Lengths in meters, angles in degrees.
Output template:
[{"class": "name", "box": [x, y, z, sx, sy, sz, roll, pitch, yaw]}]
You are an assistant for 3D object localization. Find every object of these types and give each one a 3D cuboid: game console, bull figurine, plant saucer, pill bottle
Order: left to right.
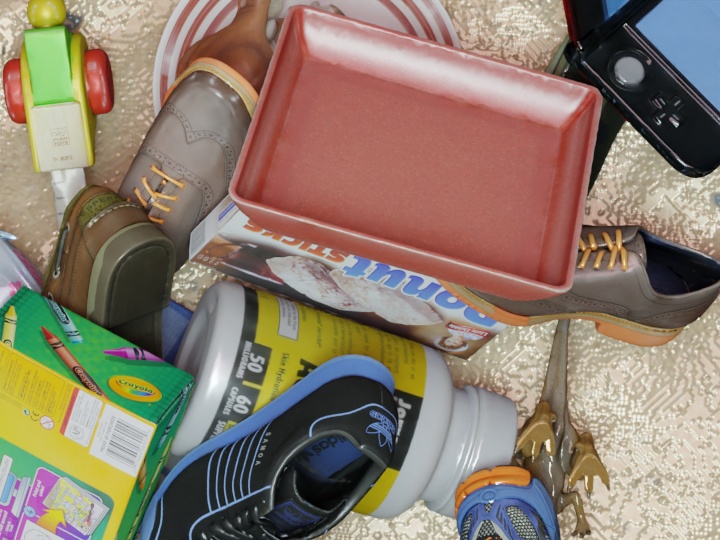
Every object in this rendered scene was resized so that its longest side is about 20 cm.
[{"class": "bull figurine", "box": [-0.015, -0.097, 1.706, 0.200, 0.065, 0.121, 36, 81, 3]}, {"class": "pill bottle", "box": [-0.011, 0.086, 1.666, 0.200, 0.111, 0.111, 18, 83, -14]}, {"class": "plant saucer", "box": [0.033, -0.063, 1.607, 0.199, 0.037, 0.200, 16, 41, -1]}, {"class": "game console", "box": [0.225, -0.189, 1.679, 0.200, 0.119, 0.172, -41, 83, -21]}]

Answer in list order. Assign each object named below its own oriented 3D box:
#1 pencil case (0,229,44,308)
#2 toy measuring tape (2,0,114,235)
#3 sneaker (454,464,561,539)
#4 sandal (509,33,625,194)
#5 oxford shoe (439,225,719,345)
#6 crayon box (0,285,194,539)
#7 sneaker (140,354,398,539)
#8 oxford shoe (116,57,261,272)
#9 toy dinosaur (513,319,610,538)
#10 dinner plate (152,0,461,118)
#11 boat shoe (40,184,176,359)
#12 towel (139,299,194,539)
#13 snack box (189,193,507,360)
[{"class": "pencil case", "box": [-0.275, 0.062, 1.706, 0.200, 0.083, 0.091, -38, 84, -4]}, {"class": "toy measuring tape", "box": [-0.186, -0.080, 1.744, 0.074, 0.074, 0.200, -7, 105, 1]}, {"class": "sneaker", "box": [0.101, 0.216, 1.643, 0.075, 0.078, 0.200, -17, 116, 19]}, {"class": "sandal", "box": [0.117, -0.086, 1.728, 0.080, 0.057, 0.201, 48, 69, -25]}, {"class": "oxford shoe", "box": [0.130, -0.008, 1.655, 0.200, 0.073, 0.071, 9, 60, -32]}, {"class": "crayon box", "box": [-0.185, 0.122, 1.626, 0.119, 0.058, 0.200, 28, 125, 8]}, {"class": "sneaker", "box": [-0.056, 0.131, 1.581, 0.070, 0.078, 0.200, 36, 117, -23]}, {"class": "oxford shoe", "box": [-0.110, -0.049, 1.655, 0.071, 0.200, 0.073, 34, 51, 7]}, {"class": "toy dinosaur", "box": [0.116, 0.098, 1.684, 0.060, 0.106, 0.200, 6, 90, -6]}, {"class": "dinner plate", "box": [-0.032, -0.116, 1.752, 0.200, 0.024, 0.200, 0, 83, 2]}, {"class": "boat shoe", "box": [-0.162, 0.037, 1.661, 0.068, 0.072, 0.200, 45, 130, 32]}, {"class": "towel", "box": [-0.142, 0.119, 1.725, 0.147, 0.024, 0.200, 31, 83, 8]}, {"class": "snack box", "box": [0.000, 0.000, 1.667, 0.200, 0.072, 0.024, 20, 50, -25]}]
